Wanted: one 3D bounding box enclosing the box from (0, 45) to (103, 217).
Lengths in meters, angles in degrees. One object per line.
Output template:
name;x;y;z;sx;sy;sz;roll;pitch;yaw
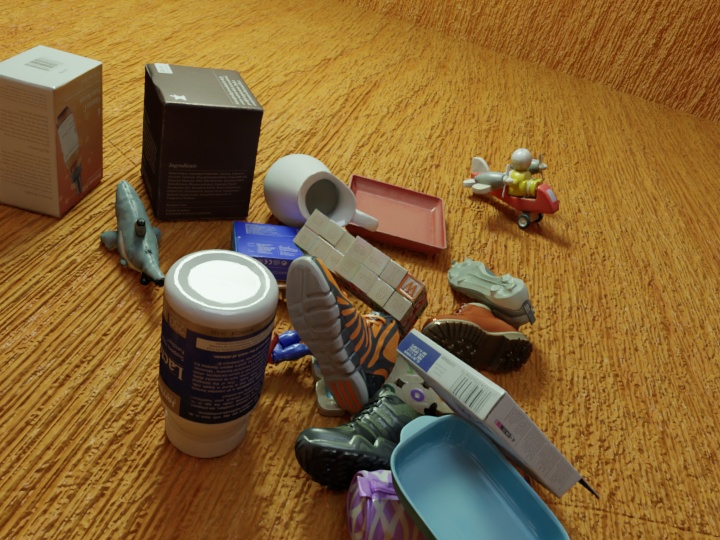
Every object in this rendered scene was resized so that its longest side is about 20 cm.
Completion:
box;-0.477;-0.214;0.971;0.103;0.204;0.154;13;32;-1

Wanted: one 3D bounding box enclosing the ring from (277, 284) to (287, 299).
ring;-0.128;0.029;0.845;0.194;0.020;0.200;-1;-3;0

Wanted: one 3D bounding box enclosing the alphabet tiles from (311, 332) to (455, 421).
alphabet tiles;0.033;0.152;0.836;0.194;0.015;0.198;5;37;-17

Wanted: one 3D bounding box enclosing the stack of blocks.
stack of blocks;0.000;0.000;0.890;0.198;0.059;0.115;37;-7;17

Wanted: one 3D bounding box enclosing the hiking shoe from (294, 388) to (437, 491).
hiking shoe;0.012;0.187;0.718;0.195;0.077;0.102;11;39;-26

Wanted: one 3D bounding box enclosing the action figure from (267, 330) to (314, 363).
action figure;-0.101;0.080;0.794;0.196;0.101;0.065;-18;42;-25

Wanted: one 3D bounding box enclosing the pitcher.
pitcher;-0.070;-0.119;1.074;0.169;0.124;0.199;26;1;-32

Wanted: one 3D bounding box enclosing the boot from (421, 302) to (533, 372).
boot;0.150;0.089;0.921;0.196;0.076;0.108;13;26;-36

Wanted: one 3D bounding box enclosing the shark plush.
shark plush;-0.322;-0.043;0.898;0.088;0.085;0.202;1;36;-23

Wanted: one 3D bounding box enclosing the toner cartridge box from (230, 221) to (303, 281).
toner cartridge box;-0.106;-0.027;1.009;0.194;0.044;0.096;5;34;-18

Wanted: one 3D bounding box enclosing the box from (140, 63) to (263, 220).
box;-0.272;-0.213;1.062;0.160;0.204;0.167;-3;38;-28

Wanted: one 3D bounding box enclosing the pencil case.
pencil case;0.082;0.247;0.654;0.194;0.087;0.085;3;47;-17

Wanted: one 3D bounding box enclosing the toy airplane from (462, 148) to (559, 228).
toy airplane;0.320;-0.200;1.360;0.193;0.144;0.202;10;34;-8

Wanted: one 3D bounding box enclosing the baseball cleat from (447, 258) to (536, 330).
baseball cleat;0.210;0.046;1.031;0.069;0.108;0.200;-33;21;-9

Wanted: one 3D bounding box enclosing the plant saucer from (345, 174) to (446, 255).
plant saucer;0.063;-0.102;1.201;0.194;0.037;0.202;14;32;-4

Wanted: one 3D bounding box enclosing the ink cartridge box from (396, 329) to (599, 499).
ink cartridge box;0.148;0.169;0.714;0.200;0.043;0.196;48;-8;-24

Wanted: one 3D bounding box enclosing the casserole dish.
casserole dish;0.106;0.227;0.591;0.119;0.039;0.200;-20;56;-37

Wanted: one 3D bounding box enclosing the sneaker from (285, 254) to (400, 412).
sneaker;-0.018;0.060;0.781;0.076;0.205;0.112;-5;22;39

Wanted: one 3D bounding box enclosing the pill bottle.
pill bottle;-0.154;0.092;0.669;0.112;0.204;0.117;10;31;-6
